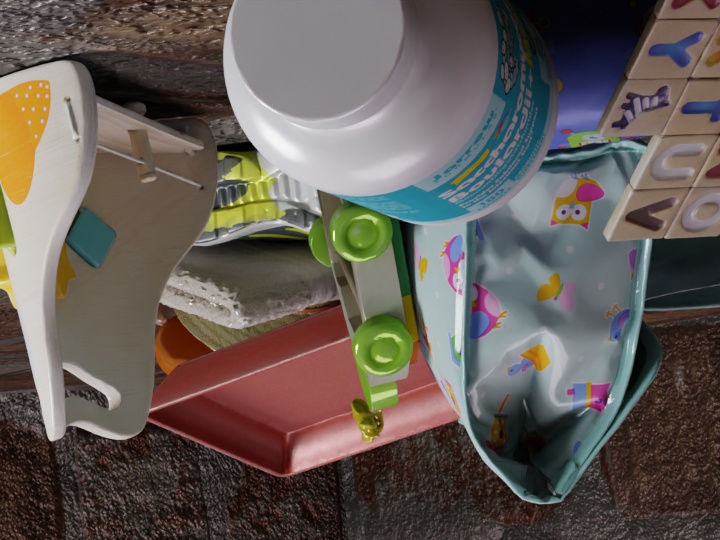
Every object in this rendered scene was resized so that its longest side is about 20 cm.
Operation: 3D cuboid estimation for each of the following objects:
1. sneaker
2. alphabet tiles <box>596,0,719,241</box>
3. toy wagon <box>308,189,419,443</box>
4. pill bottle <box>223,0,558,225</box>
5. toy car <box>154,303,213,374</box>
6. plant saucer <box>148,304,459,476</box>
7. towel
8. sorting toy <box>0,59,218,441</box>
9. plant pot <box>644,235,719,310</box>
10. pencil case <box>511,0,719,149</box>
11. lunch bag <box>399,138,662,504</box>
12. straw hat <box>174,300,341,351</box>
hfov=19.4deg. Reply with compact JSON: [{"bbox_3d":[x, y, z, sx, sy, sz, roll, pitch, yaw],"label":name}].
[{"bbox_3d":[-0.027,-0.054,1.325,0.199,0.075,0.084,1,-177,26],"label":"sneaker"},{"bbox_3d":[0.186,-0.087,0.937,0.166,0.008,0.201,-4,137,-28],"label":"alphabet tiles"},{"bbox_3d":[0.000,0.000,1.173,0.039,0.201,0.155,-14,-154,-5],"label":"toy wagon"},{"bbox_3d":[0.011,-0.081,0.863,0.110,0.112,0.200,-8,174,16],"label":"pill bottle"},{"bbox_3d":[-0.078,0.052,1.647,0.174,0.151,0.199,19,-169,38],"label":"toy car"},{"bbox_3d":[-0.017,0.075,1.412,0.198,0.037,0.200,-20,154,21],"label":"plant saucer"},{"bbox_3d":[-0.083,-0.005,1.377,0.132,0.035,0.199,-17,-158,-34],"label":"towel"},{"bbox_3d":[-0.148,-0.001,1.116,0.106,0.182,0.200,-8,173,14],"label":"sorting toy"},{"bbox_3d":[0.247,-0.056,1.227,0.198,0.135,0.200,-6,174,-1],"label":"plant pot"},{"bbox_3d":[0.082,-0.091,0.995,0.198,0.079,0.087,-8,167,14],"label":"pencil case"},{"bbox_3d":[0.084,0.009,1.140,0.121,0.202,0.170,-5,-163,-12],"label":"lunch bag"},{"bbox_3d":[-0.037,-0.015,1.505,0.200,0.202,0.086,-3,131,-26],"label":"straw hat"}]
